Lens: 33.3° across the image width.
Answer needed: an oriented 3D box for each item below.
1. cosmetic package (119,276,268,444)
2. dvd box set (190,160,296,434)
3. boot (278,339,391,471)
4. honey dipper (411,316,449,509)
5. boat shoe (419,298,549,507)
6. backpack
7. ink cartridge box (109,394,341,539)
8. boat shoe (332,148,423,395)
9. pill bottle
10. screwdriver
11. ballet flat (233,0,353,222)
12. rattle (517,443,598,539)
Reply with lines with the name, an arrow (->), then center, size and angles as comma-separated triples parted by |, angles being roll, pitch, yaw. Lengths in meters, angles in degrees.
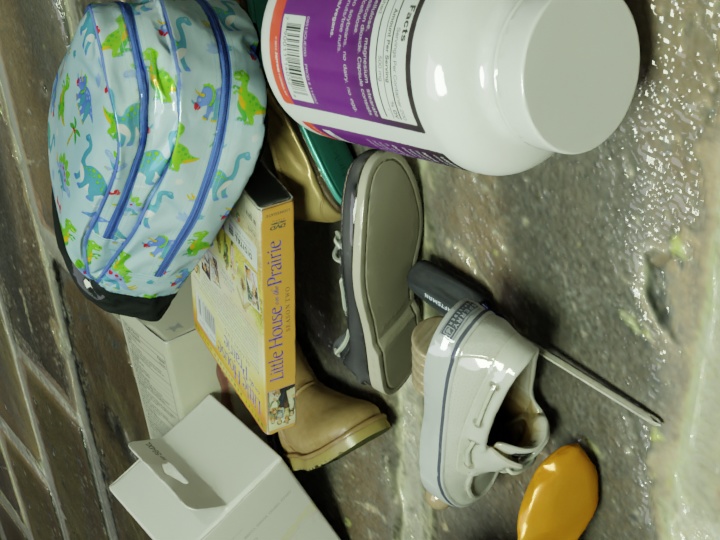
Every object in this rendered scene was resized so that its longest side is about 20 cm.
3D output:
cosmetic package -> -0.156, 0.110, 1.152 | 0.103, 0.087, 0.201 | 35, 141, 43
dvd box set -> -0.089, 0.000, 0.885 | 0.146, 0.029, 0.201 | 48, 146, 46
boot -> -0.067, 0.064, 0.990 | 0.201, 0.066, 0.175 | 64, 151, 3
honey dipper -> 0.055, 0.111, 0.842 | 0.038, 0.038, 0.201 | 41, 151, 34
boat shoe -> 0.084, 0.100, 0.760 | 0.070, 0.071, 0.201 | 29, 146, 24
backpack -> -0.132, -0.086, 0.765 | 0.199, 0.153, 0.164 | -33, 56, 38
ink cartridge box -> -0.117, 0.223, 1.082 | 0.128, 0.125, 0.201 | 31, 157, 44
boat shoe -> 0.000, 0.000, 0.810 | 0.062, 0.073, 0.201 | 24, 139, 29
pill bottle -> 0.042, -0.112, 0.615 | 0.199, 0.112, 0.113 | 21, 130, 51
screwdriver -> 0.102, 0.048, 0.741 | 0.200, 0.028, 0.029 | 38, 113, 35
ballet flat -> -0.060, -0.123, 0.812 | 0.063, 0.069, 0.202 | -10, 106, 36
rattle -> 0.086, 0.177, 0.830 | 0.200, 0.129, 0.144 | -133, 31, -82
